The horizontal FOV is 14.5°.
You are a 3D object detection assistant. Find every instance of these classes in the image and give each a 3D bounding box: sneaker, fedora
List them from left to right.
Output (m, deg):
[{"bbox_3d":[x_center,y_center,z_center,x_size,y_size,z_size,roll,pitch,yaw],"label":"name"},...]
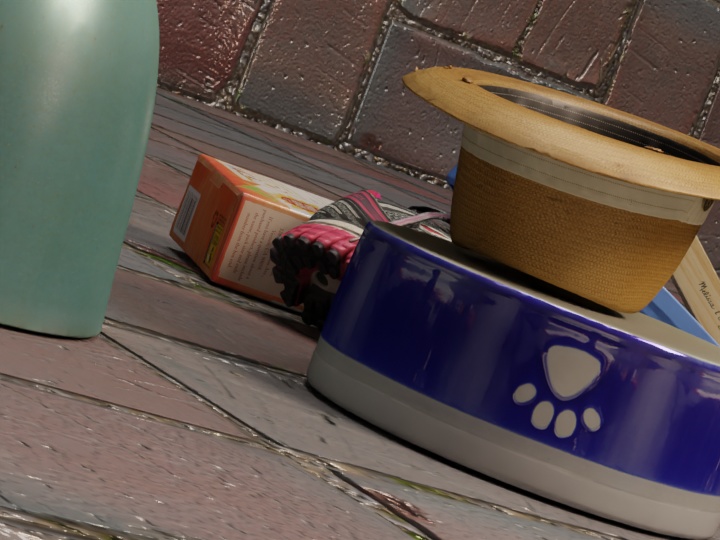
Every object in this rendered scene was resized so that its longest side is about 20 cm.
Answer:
[{"bbox_3d":[0.047,0.006,1.466,0.200,0.081,0.075,25,48,33],"label":"sneaker"},{"bbox_3d":[0.100,-0.032,1.304,0.200,0.082,0.201,18,9,-3],"label":"fedora"}]

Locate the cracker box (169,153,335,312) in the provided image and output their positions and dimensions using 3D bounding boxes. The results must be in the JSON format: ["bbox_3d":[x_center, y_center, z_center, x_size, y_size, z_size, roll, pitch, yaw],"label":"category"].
[{"bbox_3d":[0.000,0.000,1.631,0.200,0.058,0.134,19,6,-17],"label":"cracker box"}]

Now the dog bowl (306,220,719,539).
[{"bbox_3d":[0.081,0.048,1.281,0.200,0.079,0.200,20,4,-2],"label":"dog bowl"}]

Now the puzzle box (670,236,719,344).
[{"bbox_3d":[0.216,0.026,1.740,0.200,0.025,0.133,62,4,-2],"label":"puzzle box"}]

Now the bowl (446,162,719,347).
[{"bbox_3d":[0.124,0.004,1.526,0.201,0.039,0.201,44,1,-1],"label":"bowl"}]

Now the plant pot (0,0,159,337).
[{"bbox_3d":[-0.173,-0.083,1.162,0.200,0.161,0.201,21,4,-1],"label":"plant pot"}]
